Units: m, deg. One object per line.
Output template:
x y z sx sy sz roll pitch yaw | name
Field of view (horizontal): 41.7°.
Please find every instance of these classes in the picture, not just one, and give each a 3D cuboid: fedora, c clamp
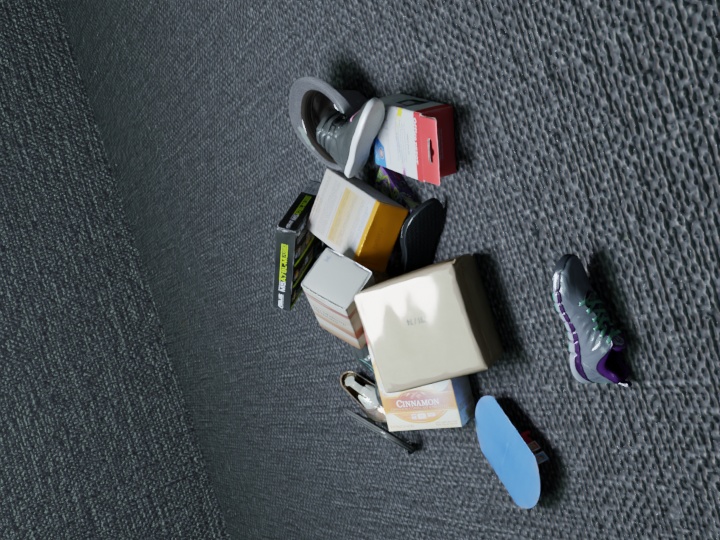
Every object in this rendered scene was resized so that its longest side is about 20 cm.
-0.039 -0.283 1.770 0.200 0.090 0.177 38 141 35 | fedora
0.047 0.339 2.006 0.200 0.027 0.171 23 167 49 | c clamp

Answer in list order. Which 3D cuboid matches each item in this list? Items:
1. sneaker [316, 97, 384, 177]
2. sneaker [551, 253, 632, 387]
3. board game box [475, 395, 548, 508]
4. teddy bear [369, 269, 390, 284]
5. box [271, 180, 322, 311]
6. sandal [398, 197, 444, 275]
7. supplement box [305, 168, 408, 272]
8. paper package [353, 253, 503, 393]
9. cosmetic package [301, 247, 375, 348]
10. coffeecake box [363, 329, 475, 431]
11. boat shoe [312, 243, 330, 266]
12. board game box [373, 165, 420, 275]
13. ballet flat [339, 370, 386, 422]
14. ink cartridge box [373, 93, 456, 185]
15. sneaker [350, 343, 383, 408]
-0.024 -0.246 1.612 0.099 0.071 0.200 44 152 10 | sneaker
0.330 0.069 1.318 0.087 0.074 0.200 6 121 47 | sneaker
0.264 0.305 1.618 0.158 0.039 0.200 93 152 -46 | board game box
0.000 0.000 1.855 0.200 0.067 0.145 53 169 51 | teddy bear
-0.121 -0.051 1.897 0.047 0.200 0.193 16 127 9 | box
0.096 -0.056 1.671 0.048 0.075 0.201 57 151 34 | sandal
-0.009 -0.095 1.747 0.200 0.073 0.126 39 112 51 | supplement box
0.117 0.091 1.594 0.200 0.103 0.191 -18 90 29 | paper package
-0.029 0.055 1.719 0.103 0.087 0.200 29 162 21 | cosmetic package
0.109 0.183 1.726 0.153 0.073 0.200 -10 99 32 | coffeecake box
-0.065 -0.004 1.932 0.200 0.076 0.060 -89 -26 -46 | boat shoe
0.053 -0.094 1.784 0.120 0.032 0.200 55 149 25 | board game box
0.012 0.268 2.033 0.067 0.068 0.200 47 167 -31 | ballet flat
0.097 -0.220 1.572 0.200 0.067 0.116 30 132 55 | ink cartridge box
0.051 0.183 1.836 0.079 0.075 0.200 -9 116 46 | sneaker
